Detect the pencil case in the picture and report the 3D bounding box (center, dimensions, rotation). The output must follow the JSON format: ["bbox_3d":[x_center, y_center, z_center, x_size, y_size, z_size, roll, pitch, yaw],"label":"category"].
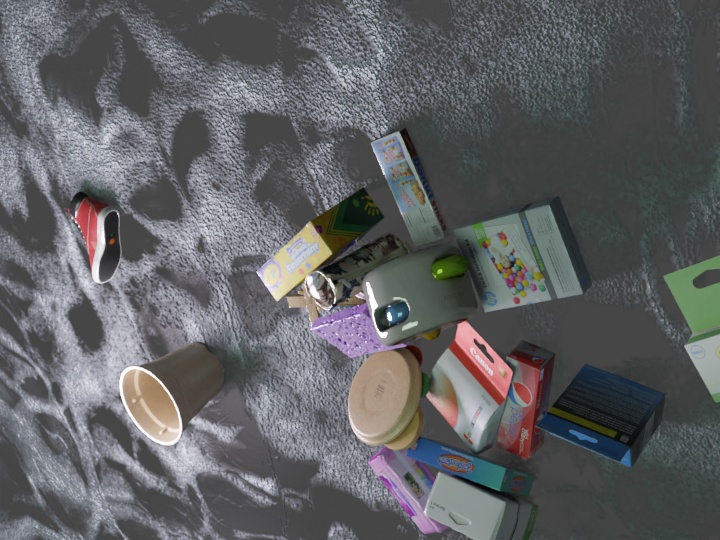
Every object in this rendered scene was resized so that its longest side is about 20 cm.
[{"bbox_3d":[0.000,0.000,1.717,0.089,0.198,0.079,-4,110,54],"label":"pencil case"}]

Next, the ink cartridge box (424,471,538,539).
[{"bbox_3d":[0.225,0.440,1.767,0.144,0.199,0.086,19,85,30],"label":"ink cartridge box"}]

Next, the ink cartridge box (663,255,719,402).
[{"bbox_3d":[0.543,0.083,1.410,0.145,0.048,0.202,-25,99,46],"label":"ink cartridge box"}]

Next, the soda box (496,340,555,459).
[{"bbox_3d":[0.290,0.230,1.693,0.069,0.063,0.203,20,125,30],"label":"soda box"}]

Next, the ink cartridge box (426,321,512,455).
[{"bbox_3d":[0.193,0.207,1.723,0.162,0.049,0.202,49,147,38],"label":"ink cartridge box"}]

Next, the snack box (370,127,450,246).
[{"bbox_3d":[0.087,-0.143,1.675,0.071,0.024,0.203,-14,105,44],"label":"snack box"}]

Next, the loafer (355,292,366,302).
[{"bbox_3d":[0.054,0.049,1.792,0.198,0.073,0.072,32,144,26],"label":"loafer"}]

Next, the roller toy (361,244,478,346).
[{"bbox_3d":[0.103,0.050,1.634,0.179,0.200,0.142,-19,82,1],"label":"roller toy"}]

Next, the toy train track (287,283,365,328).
[{"bbox_3d":[-0.058,0.055,1.910,0.197,0.032,0.117,-2,105,35],"label":"toy train track"}]

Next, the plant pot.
[{"bbox_3d":[-0.422,0.268,2.225,0.198,0.183,0.204,19,125,30],"label":"plant pot"}]

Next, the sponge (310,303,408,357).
[{"bbox_3d":[-0.002,0.117,1.839,0.111,0.030,0.199,37,152,-21],"label":"sponge"}]

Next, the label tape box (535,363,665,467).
[{"bbox_3d":[0.380,0.244,1.528,0.142,0.199,0.064,19,126,30],"label":"label tape box"}]

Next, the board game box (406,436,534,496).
[{"bbox_3d":[0.205,0.363,1.785,0.197,0.152,0.046,14,82,34],"label":"board game box"}]

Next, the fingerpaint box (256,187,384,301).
[{"bbox_3d":[-0.073,-0.046,1.766,0.074,0.166,0.200,53,134,1],"label":"fingerpaint box"}]

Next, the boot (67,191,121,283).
[{"bbox_3d":[-0.643,-0.081,2.294,0.143,0.072,0.203,25,120,27],"label":"boot"}]

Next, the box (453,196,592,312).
[{"bbox_3d":[0.264,-0.023,1.586,0.198,0.041,0.158,-12,105,44],"label":"box"}]

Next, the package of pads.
[{"bbox_3d":[0.108,0.436,1.933,0.201,0.075,0.121,50,159,6],"label":"package of pads"}]

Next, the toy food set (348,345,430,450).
[{"bbox_3d":[0.053,0.236,1.829,0.048,0.201,0.198,26,162,-37],"label":"toy food set"}]
